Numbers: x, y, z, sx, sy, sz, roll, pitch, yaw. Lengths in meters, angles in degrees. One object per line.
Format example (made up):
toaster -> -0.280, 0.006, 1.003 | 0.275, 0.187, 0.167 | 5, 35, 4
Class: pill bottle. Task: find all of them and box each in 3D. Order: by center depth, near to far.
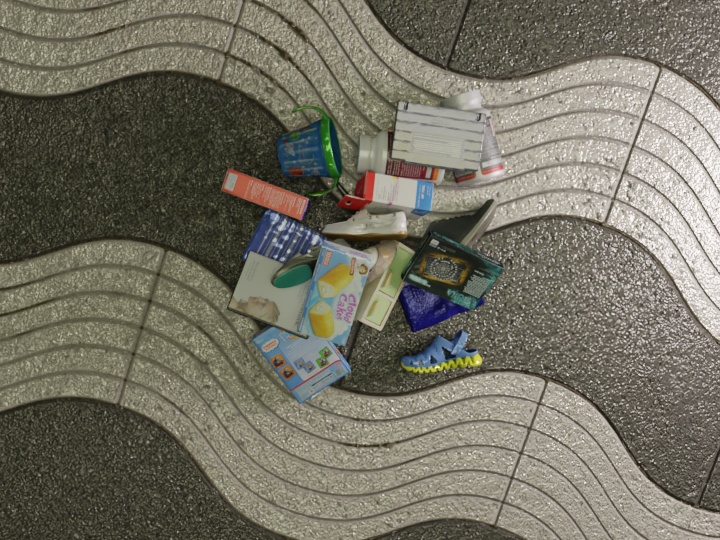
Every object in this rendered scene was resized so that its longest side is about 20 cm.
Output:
pill bottle -> 0.092, -0.260, 1.439 | 0.197, 0.113, 0.115 | 4, 95, -4
pill bottle -> 0.254, -0.303, 1.443 | 0.114, 0.116, 0.203 | -15, 96, -2

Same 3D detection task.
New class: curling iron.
curling iron -> 0.013, -0.136, 1.491 | 0.200, 0.026, 0.050 | 43, 89, -7

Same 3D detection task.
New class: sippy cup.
sippy cup -> -0.118, -0.269, 1.426 | 0.128, 0.140, 0.180 | -8, 72, 8

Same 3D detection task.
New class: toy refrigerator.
toy refrigerator -> 0.053, 0.031, 1.459 | 0.076, 0.070, 0.202 | 29, 88, -40

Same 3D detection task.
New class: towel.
towel -> -0.161, -0.044, 1.460 | 0.198, 0.024, 0.146 | 27, 79, 2
towel -> 0.190, 0.049, 1.506 | 0.198, 0.050, 0.149 | -22, 95, -1

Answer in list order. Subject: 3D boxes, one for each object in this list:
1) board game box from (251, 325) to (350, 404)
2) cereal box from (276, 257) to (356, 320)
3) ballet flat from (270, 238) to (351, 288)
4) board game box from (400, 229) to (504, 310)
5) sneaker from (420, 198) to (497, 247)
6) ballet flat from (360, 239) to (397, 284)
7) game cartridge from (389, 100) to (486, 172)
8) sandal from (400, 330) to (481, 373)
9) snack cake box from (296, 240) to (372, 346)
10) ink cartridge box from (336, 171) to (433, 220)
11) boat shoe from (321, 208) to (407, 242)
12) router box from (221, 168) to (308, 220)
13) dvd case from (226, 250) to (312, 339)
board game box -> -0.140, 0.198, 1.486 | 0.150, 0.037, 0.201 | -32, 106, 7
cereal box -> -0.103, 0.044, 1.494 | 0.197, 0.040, 0.146 | 3, 94, -3
ballet flat -> -0.114, -0.018, 1.414 | 0.198, 0.064, 0.068 | -20, 141, -11
board game box -> 0.209, 0.003, 1.431 | 0.198, 0.028, 0.136 | 23, 119, -18
sneaker -> 0.235, -0.113, 1.483 | 0.106, 0.075, 0.200 | 36, 75, 20
ballet flat -> 0.000, 0.000, 1.417 | 0.200, 0.068, 0.067 | -47, 135, 14
game cartridge -> 0.169, -0.290, 1.368 | 0.197, 0.038, 0.132 | 8, 99, -3
sandal -> 0.191, 0.197, 1.512 | 0.197, 0.079, 0.088 | -9, 92, -11
snack cake box -> -0.056, 0.049, 1.362 | 0.114, 0.067, 0.202 | 17, 103, -3
ink cartridge box -> 0.054, -0.171, 1.428 | 0.197, 0.116, 0.068 | 9, 82, -12
boat shoe -> 0.009, -0.105, 1.431 | 0.197, 0.071, 0.070 | -1, 79, 12
router box -> -0.204, -0.166, 1.389 | 0.177, 0.200, 0.049 | 20, 94, -6
dvd case -> -0.188, 0.056, 1.428 | 0.198, 0.018, 0.144 | 20, 81, -1
